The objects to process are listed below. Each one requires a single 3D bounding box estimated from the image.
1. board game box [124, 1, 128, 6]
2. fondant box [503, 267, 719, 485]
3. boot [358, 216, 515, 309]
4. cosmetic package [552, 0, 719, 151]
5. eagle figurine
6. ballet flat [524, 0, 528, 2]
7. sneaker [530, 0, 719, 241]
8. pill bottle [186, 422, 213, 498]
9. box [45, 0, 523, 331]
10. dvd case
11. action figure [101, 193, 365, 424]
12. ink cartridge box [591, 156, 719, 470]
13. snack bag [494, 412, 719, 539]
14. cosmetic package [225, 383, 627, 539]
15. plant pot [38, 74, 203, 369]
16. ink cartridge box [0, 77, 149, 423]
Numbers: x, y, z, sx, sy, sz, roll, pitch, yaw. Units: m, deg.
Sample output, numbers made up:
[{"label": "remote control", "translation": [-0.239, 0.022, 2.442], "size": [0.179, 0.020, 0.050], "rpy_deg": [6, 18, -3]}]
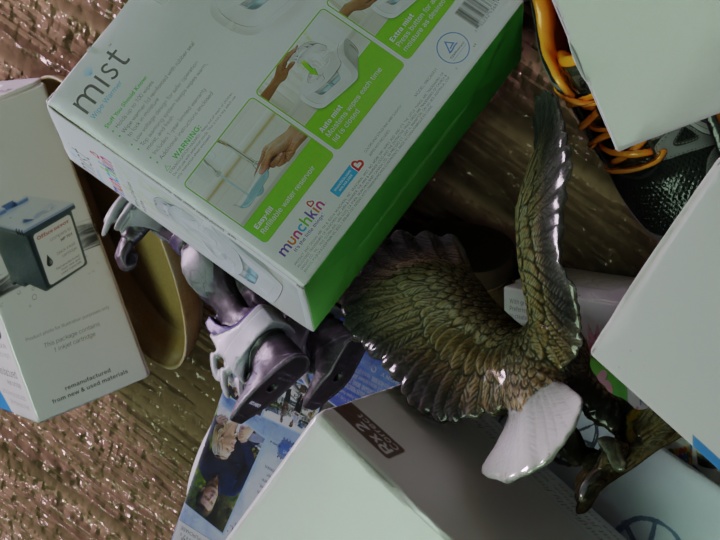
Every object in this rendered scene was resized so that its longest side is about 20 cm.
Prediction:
[{"label": "board game box", "translation": [-0.058, -0.102, 1.538], "size": [0.200, 0.048, 0.102], "rpy_deg": [34, 90, 25]}, {"label": "fondant box", "translation": [0.156, 0.107, 1.486], "size": [0.144, 0.058, 0.201], "rpy_deg": [9, 109, 35]}, {"label": "boot", "translation": [0.000, 0.000, 1.570], "size": [0.200, 0.074, 0.076], "rpy_deg": [18, 130, 28]}, {"label": "cosmetic package", "translation": [0.201, -0.145, 1.291], "size": [0.200, 0.090, 0.107], "rpy_deg": [-18, 101, 25]}, {"label": "eagle figurine", "translation": [0.087, 0.027, 1.392], "size": [0.200, 0.152, 0.151], "rpy_deg": [56, 162, 11]}, {"label": "ballet flat", "translation": [0.021, -0.217, 1.443], "size": [0.200, 0.072, 0.072], "rpy_deg": [45, 131, 13]}, {"label": "sneaker", "translation": [0.137, -0.100, 1.408], "size": [0.078, 0.077, 0.200], "rpy_deg": [-16, 101, 40]}, {"label": "pill bottle", "translation": [0.003, 0.153, 1.605], "size": [0.200, 0.114, 0.115], "rpy_deg": [28, 125, 24]}, {"label": "box", "translation": [-0.039, -0.104, 1.419], "size": [0.176, 0.200, 0.097], "rpy_deg": [34, 167, 12]}, {"label": "dvd case", "translation": [-0.032, 0.119, 1.539], "size": [0.143, 0.018, 0.200], "rpy_deg": [28, 105, 31]}, {"label": "action figure", "translation": [-0.086, -0.005, 1.493], "size": [0.069, 0.130, 0.200], "rpy_deg": [-51, 57, 21]}, {"label": "ink cartridge box", "translation": [0.245, 0.003, 1.288], "size": [0.147, 0.200, 0.145], "rpy_deg": [42, 132, 15]}, {"label": "snack bag", "translation": [0.104, 0.158, 1.473], "size": [0.200, 0.021, 0.189], "rpy_deg": [35, 111, 27]}, {"label": "cosmetic package", "translation": [0.016, 0.188, 1.407], "size": [0.165, 0.165, 0.200], "rpy_deg": [42, 111, 15]}, {"label": "plant pot", "translation": [-0.148, -0.034, 1.646], "size": [0.200, 0.027, 0.200], "rpy_deg": [51, 156, 32]}, {"label": "ink cartridge box", "translation": [-0.223, -0.014, 1.689], "size": [0.146, 0.086, 0.200], "rpy_deg": [6, 118, 68]}]
